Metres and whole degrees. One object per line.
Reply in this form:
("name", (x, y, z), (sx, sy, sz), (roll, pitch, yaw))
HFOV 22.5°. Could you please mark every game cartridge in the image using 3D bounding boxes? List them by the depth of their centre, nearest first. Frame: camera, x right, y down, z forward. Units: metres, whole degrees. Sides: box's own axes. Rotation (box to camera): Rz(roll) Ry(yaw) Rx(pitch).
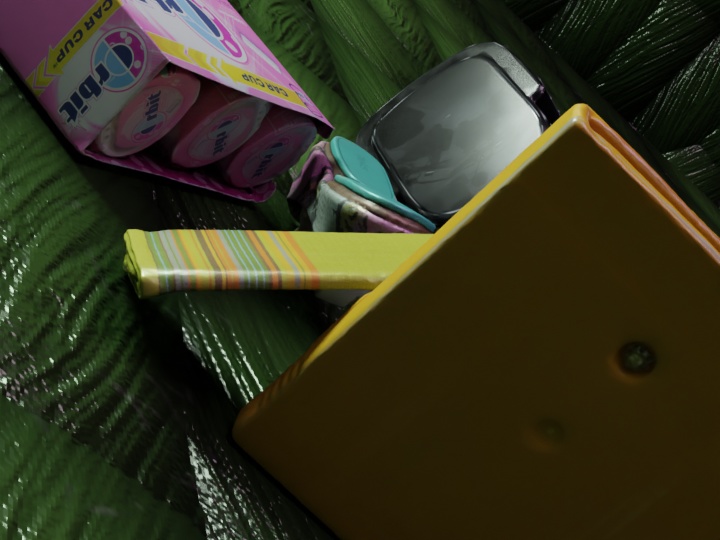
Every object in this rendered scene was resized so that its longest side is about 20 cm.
("game cartridge", (0.076, 0.059, 0.730), (0.176, 0.200, 0.032), (44, 23, -10))

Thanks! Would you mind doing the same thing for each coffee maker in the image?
("coffee maker", (0.086, -0.032, 1.134), (0.192, 0.135, 0.200), (23, -23, 48))

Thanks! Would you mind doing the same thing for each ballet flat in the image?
("ballet flat", (-0.006, -0.021, 0.972), (0.069, 0.071, 0.200), (30, 8, -15))

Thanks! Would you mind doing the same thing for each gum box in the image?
("gum box", (-0.104, -0.106, 0.946), (0.114, 0.066, 0.200), (50, 14, 20))

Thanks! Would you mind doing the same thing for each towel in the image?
("towel", (0.000, 0.000, 0.774), (0.200, 0.018, 0.086), (1, 14, -11))
